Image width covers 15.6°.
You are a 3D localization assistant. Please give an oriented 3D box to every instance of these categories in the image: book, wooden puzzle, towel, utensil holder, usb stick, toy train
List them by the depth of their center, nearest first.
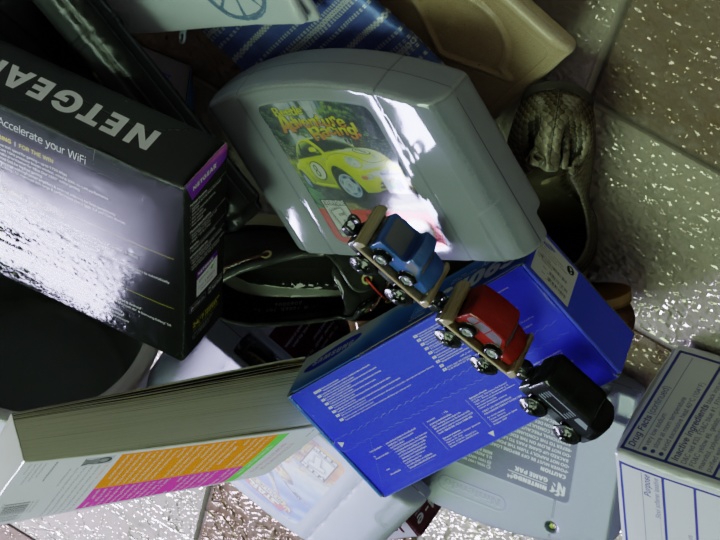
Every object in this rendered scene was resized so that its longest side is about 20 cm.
[{"bbox_3d":[0.069,0.032,1.504,0.200,0.034,0.046,40,150,-16],"label":"toy train"},{"bbox_3d":[0.018,-0.159,1.525,0.185,0.046,0.200,41,149,-6],"label":"wooden puzzle"},{"bbox_3d":[-0.037,-0.139,1.538,0.200,0.024,0.145,42,150,-7],"label":"towel"},{"bbox_3d":[-0.131,-0.106,1.558,0.200,0.033,0.055,51,164,-6],"label":"usb stick"},{"bbox_3d":[-0.138,0.116,1.673,0.134,0.199,0.048,-50,53,58],"label":"book"},{"bbox_3d":[-0.218,0.054,1.757,0.169,0.170,0.200,32,158,6],"label":"utensil holder"}]

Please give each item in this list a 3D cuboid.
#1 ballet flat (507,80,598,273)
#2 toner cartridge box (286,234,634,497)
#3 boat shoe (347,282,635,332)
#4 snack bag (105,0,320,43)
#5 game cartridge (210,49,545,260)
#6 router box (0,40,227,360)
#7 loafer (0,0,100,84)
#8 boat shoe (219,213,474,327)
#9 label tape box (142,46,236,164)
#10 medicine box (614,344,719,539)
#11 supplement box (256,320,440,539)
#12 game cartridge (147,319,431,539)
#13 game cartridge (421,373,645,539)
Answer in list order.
[{"bbox_3d":[0.111,-0.039,1.549,0.067,0.047,0.200,5,150,2],"label":"ballet flat"},{"bbox_3d":[0.059,0.058,1.591,0.200,0.043,0.095,-30,110,35],"label":"toner cartridge box"},{"bbox_3d":[0.085,0.049,1.650,0.199,0.070,0.071,-7,98,35],"label":"boat shoe"},{"bbox_3d":[-0.136,-0.211,1.512,0.199,0.021,0.189,0,132,43],"label":"snack bag"},{"bbox_3d":[0.003,-0.067,1.521,0.199,0.041,0.134,2,130,47],"label":"game cartridge"},{"bbox_3d":[-0.175,-0.048,1.564,0.199,0.051,0.150,25,140,17],"label":"router box"},{"bbox_3d":[-0.186,-0.095,1.627,0.068,0.070,0.201,3,136,50],"label":"loafer"},{"bbox_3d":[0.001,0.002,1.657,0.200,0.063,0.074,-2,136,10],"label":"boat shoe"},{"bbox_3d":[-0.152,-0.078,1.739,0.199,0.063,0.145,23,143,17],"label":"label tape box"},{"bbox_3d":[0.267,0.165,1.625,0.199,0.103,0.183,18,140,25],"label":"medicine box"},{"bbox_3d":[-0.034,0.101,1.842,0.109,0.061,0.200,-13,122,48],"label":"supplement box"},{"bbox_3d":[-0.054,0.114,1.784,0.200,0.042,0.133,40,142,1],"label":"game cartridge"},{"bbox_3d":[0.086,0.103,1.733,0.199,0.041,0.134,20,119,21],"label":"game cartridge"}]
